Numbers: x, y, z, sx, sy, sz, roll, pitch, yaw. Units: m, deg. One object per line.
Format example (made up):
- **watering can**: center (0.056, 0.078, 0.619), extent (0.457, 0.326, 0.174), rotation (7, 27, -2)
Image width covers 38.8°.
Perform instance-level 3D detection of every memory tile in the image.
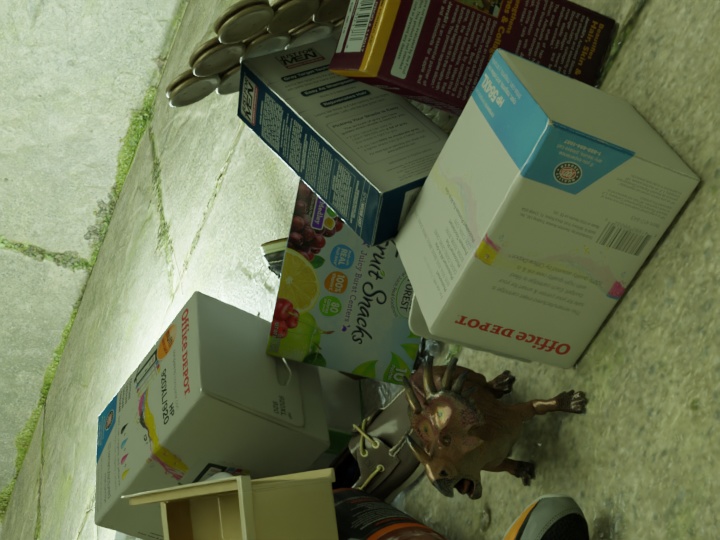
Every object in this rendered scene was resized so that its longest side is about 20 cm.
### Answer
- **memory tile**: center (-0.066, -0.204, 0.894), extent (0.153, 0.200, 0.017), rotation (-36, 80, 50)

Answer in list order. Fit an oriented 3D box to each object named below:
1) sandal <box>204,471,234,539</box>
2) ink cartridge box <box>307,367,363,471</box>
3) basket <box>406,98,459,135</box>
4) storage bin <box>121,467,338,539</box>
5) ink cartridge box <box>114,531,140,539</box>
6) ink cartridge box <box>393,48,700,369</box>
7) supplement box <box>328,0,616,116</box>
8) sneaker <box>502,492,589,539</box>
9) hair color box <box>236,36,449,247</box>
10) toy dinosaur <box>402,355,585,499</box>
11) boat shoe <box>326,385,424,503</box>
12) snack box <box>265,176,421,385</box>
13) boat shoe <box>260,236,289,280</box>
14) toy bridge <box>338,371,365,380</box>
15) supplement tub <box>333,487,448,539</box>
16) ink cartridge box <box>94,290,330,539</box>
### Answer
- **sandal**: center (-0.095, 0.282, 0.913), extent (0.079, 0.059, 0.207), rotation (-33, 68, 19)
- **ink cartridge box**: center (-0.079, 0.162, 1.145), extent (0.200, 0.084, 0.146), rotation (-52, 32, 42)
- **basket**: center (0.045, -0.185, 0.992), extent (0.136, 0.123, 0.200), rotation (-54, 11, -32)
- **storage bin**: center (-0.101, 0.266, 0.802), extent (0.198, 0.094, 0.201), rotation (-20, 74, 47)
- **ink cartridge box**: center (-0.209, 0.328, 1.259), extent (0.200, 0.144, 0.085), rotation (-20, 59, 63)
- **ink cartridge box**: center (0.121, -0.033, 0.753), extent (0.200, 0.128, 0.125), rotation (-61, 26, 27)
- **supplement box**: center (0.090, -0.182, 0.828), extent (0.086, 0.200, 0.111), rotation (29, 102, 66)
- **sneaker**: center (0.129, 0.242, 0.641), extent (0.077, 0.078, 0.200), rotation (-14, 65, 49)
- **hair color box**: center (-0.009, -0.113, 0.859), extent (0.200, 0.100, 0.061), rotation (46, 143, 31)
- **toy dinosaur**: center (0.070, 0.105, 0.770), extent (0.200, 0.135, 0.086), rotation (19, 93, 68)
- **boat shoe**: center (0.014, 0.172, 0.954), extent (0.200, 0.059, 0.072), rotation (-58, 27, 34)
- **snack box**: center (0.000, 0.000, 0.938), extent (0.053, 0.142, 0.200), rotation (-81, 3, -59)
- **boat shoe**: center (-0.052, 0.003, 1.129), extent (0.200, 0.073, 0.065), rotation (20, -118, -70)
- **toy bridge**: center (-0.008, 0.012, 1.098), extent (0.027, 0.067, 0.200), rotation (-13, 60, 35)
- **supplement tub**: center (0.019, 0.249, 0.833), extent (0.200, 0.107, 0.107), rotation (3, 78, 67)
- **ink cartridge box**: center (-0.149, 0.153, 1.001), extent (0.200, 0.144, 0.147), rotation (-49, 32, 25)
